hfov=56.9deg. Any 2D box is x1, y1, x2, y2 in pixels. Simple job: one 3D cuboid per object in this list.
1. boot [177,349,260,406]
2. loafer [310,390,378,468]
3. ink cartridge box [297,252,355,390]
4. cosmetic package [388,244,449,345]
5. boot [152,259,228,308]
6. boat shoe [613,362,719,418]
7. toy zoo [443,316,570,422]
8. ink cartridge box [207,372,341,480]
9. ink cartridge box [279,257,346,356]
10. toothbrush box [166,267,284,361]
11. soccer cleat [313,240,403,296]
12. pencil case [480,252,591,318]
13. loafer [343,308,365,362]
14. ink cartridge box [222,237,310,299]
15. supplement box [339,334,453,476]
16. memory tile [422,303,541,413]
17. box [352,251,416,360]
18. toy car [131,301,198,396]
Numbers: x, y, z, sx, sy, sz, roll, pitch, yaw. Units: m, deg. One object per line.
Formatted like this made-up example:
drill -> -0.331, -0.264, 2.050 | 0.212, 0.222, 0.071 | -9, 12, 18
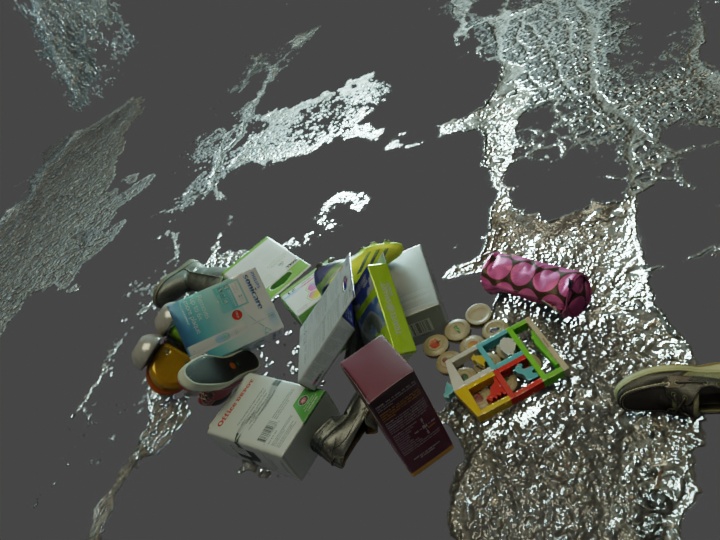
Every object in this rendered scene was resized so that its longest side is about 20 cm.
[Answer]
boot -> -0.302, 0.230, 1.301 | 0.144, 0.200, 0.073 | -45, 70, 23
loafer -> 0.006, 0.261, 1.166 | 0.072, 0.073, 0.200 | 37, 73, 28
ink cartridge box -> -0.052, 0.091, 1.235 | 0.200, 0.043, 0.197 | -55, 16, 19
cosmetic package -> 0.104, 0.049, 1.329 | 0.106, 0.090, 0.200 | -21, 34, 10
boot -> -0.416, 0.045, 1.701 | 0.199, 0.073, 0.182 | 18, 58, 37
boat shoe -> 0.468, 0.175, 0.946 | 0.199, 0.073, 0.065 | -14, 34, 19
toy zoo -> 0.231, 0.171, 1.120 | 0.199, 0.021, 0.131 | -29, 42, -1
ink cartridge box -> -0.160, 0.282, 1.224 | 0.199, 0.083, 0.147 | 6, 48, 38
ink cartridge box -> -0.061, 0.076, 1.410 | 0.148, 0.076, 0.200 | -37, 36, -10
toothbrush box -> -0.278, 0.106, 1.384 | 0.199, 0.085, 0.147 | -23, 77, -16
soccer cleat -> 0.000, 0.000, 1.359 | 0.199, 0.065, 0.084 | -20, 67, 13
pencil case -> 0.314, 0.026, 1.218 | 0.200, 0.091, 0.094 | 16, 62, 47
loafer -> 0.000, 0.114, 1.314 | 0.070, 0.075, 0.201 | -36, 29, 45
ink cartridge box -> -0.211, 0.022, 1.565 | 0.148, 0.076, 0.200 | -41, 42, -17
supplement box -> 0.060, 0.216, 1.058 | 0.085, 0.200, 0.110 | -34, 36, -8
memory tile -> 0.211, 0.151, 1.177 | 0.153, 0.017, 0.200 | -32, 42, -5
box -> 0.035, 0.082, 1.221 | 0.047, 0.122, 0.201 | -7, 64, -23
toy car -> -0.395, 0.183, 1.463 | 0.150, 0.175, 0.200 | -46, 14, 55
